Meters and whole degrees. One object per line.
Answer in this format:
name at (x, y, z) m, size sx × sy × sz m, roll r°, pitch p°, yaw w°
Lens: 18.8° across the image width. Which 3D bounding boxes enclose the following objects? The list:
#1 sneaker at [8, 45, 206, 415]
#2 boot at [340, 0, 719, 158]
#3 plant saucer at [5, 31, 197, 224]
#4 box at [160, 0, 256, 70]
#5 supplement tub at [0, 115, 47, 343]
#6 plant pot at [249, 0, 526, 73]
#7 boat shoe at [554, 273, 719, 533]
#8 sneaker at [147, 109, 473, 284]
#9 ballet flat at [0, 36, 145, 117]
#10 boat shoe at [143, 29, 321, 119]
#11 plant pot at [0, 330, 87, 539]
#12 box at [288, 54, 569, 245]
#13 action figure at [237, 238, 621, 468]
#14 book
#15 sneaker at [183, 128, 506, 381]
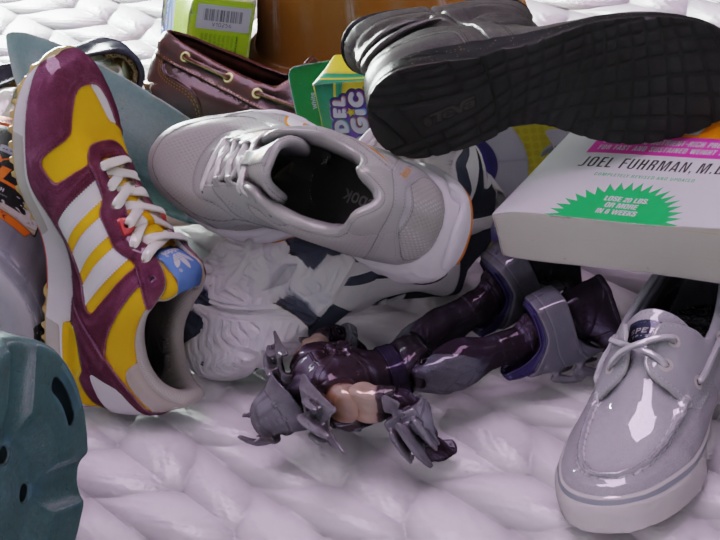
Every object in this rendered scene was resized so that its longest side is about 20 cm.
sneaker at (-0.125, -0.021, 1.152) m, size 0.090 × 0.200 × 0.075 m, roll 3°, pitch 19°, yaw 31°
boot at (0.091, -0.117, 1.128) m, size 0.200 × 0.068 × 0.131 m, roll -5°, pitch 26°, yaw -1°
plant saucer at (-0.138, -0.074, 1.320) m, size 0.201 × 0.201 × 0.039 m, roll 20°, pitch 77°, yaw 48°
box at (-0.108, -0.158, 1.492) m, size 0.048 × 0.122 × 0.200 m, roll 5°, pitch 22°, yaw -10°
supplement tub at (-0.229, -0.009, 1.255) m, size 0.122 × 0.123 × 0.200 m, roll -10°, pitch 26°, yaw 5°
plant pot at (0.008, -0.199, 1.462) m, size 0.200 × 0.183 × 0.200 m, roll -10°, pitch 26°, yaw 5°
boat shoe at (0.143, 0.049, 1.039) m, size 0.072 × 0.069 × 0.200 m, roll 5°, pitch 31°, yaw 31°
sneaker at (-0.042, -0.052, 1.114) m, size 0.200 × 0.076 × 0.092 m, roll 13°, pitch -8°, yaw 36°
ballet flat at (-0.236, -0.114, 1.533) m, size 0.200 × 0.073 × 0.073 m, roll -25°, pitch 29°, yaw -29°
boat shoe at (-0.040, -0.100, 1.355) m, size 0.200 × 0.070 × 0.070 m, roll 14°, pitch 6°, yaw 7°
plant pot at (-0.245, 0.092, 1.005) m, size 0.196 × 0.200 × 0.200 m, roll 8°, pitch 32°, yaw 21°
box at (0.056, -0.070, 1.261) m, size 0.200 × 0.117 × 0.048 m, roll -2°, pitch 27°, yaw 22°
action figure at (0.031, 0.048, 1.100) m, size 0.200 × 0.069 × 0.130 m, roll -22°, pitch 35°, yaw -10°
book at (0.174, -0.062, 1.121) m, size 0.133 × 0.048 × 0.200 m, roll 7°, pitch 36°, yaw 33°
sneaker at (0.000, 0.000, 1.209) m, size 0.199 × 0.130 × 0.080 m, roll -46°, pitch 59°, yaw 11°
